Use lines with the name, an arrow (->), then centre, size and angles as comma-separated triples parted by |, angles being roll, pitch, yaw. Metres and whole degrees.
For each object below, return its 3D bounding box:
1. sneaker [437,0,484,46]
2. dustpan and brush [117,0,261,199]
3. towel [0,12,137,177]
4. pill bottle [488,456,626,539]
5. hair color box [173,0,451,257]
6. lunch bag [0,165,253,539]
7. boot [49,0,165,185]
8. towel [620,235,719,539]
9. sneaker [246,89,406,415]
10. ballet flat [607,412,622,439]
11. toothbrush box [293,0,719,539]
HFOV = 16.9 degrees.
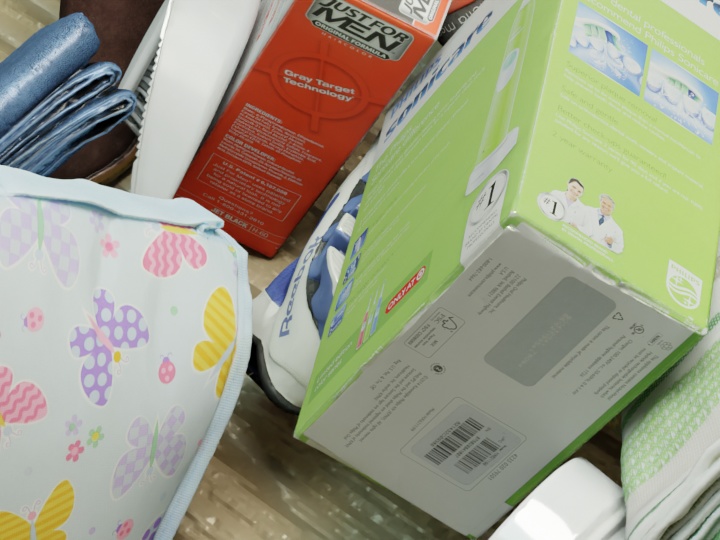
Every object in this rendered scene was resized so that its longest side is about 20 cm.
sneaker -> 0.101, -0.144, 1.164 | 0.200, 0.082, 0.077 | -37, 10, -34
dustpan and brush -> -0.073, -0.122, 1.062 | 0.057, 0.200, 0.140 | 25, 19, -9
towel -> -0.185, -0.027, 1.034 | 0.200, 0.049, 0.112 | -43, 13, -11
pill bottle -> 0.125, 0.161, 0.842 | 0.200, 0.112, 0.112 | 40, 69, 15
hair color box -> -0.016, -0.099, 1.066 | 0.061, 0.200, 0.102 | 26, 57, -8
lunch bag -> -0.148, 0.052, 0.952 | 0.127, 0.170, 0.200 | 38, 108, 34
boot -> -0.128, -0.135, 1.143 | 0.200, 0.166, 0.072 | -41, 53, -17
towel -> 0.131, 0.009, 0.827 | 0.149, 0.031, 0.200 | -51, 15, 24
sneaker -> 0.000, 0.000, 1.049 | 0.115, 0.081, 0.199 | -42, 7, 34
ballet flat -> 0.108, 0.004, 1.044 | 0.071, 0.071, 0.200 | -4, 52, 12
toothbrush box -> 0.064, -0.024, 0.911 | 0.086, 0.146, 0.200 | 30, 41, -15
